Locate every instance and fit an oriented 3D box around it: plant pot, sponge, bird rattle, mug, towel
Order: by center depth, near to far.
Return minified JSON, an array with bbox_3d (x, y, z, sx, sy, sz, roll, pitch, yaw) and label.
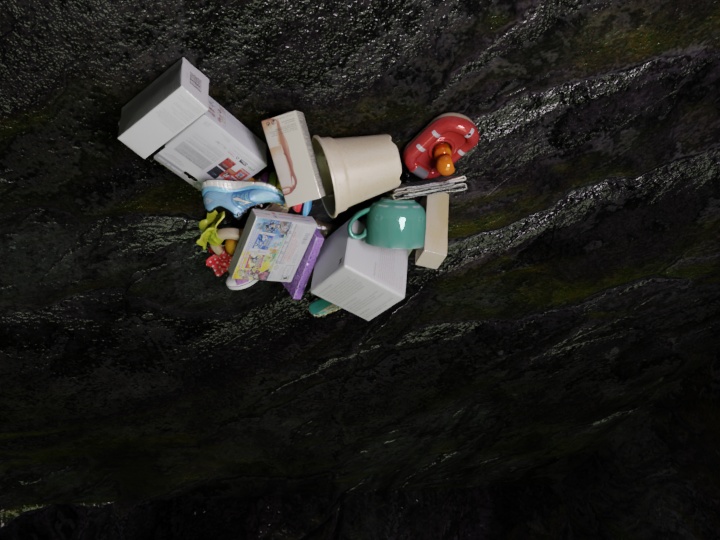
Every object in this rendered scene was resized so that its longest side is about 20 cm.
[{"bbox_3d":[-0.005,-0.247,1.519,0.182,0.201,0.201,-16,142,-12],"label":"plant pot"},{"bbox_3d":[0.077,-0.122,1.570,0.184,0.152,0.115,-5,105,-37],"label":"mug"},{"bbox_3d":[0.162,-0.216,1.601,0.191,0.200,0.035,-8,103,-4],"label":"towel"},{"bbox_3d":[-0.353,-0.059,1.679,0.162,0.113,0.201,1,138,13],"label":"bird rattle"},{"bbox_3d":[-0.166,-0.032,1.734,0.030,0.112,0.201,6,120,-36],"label":"sponge"}]

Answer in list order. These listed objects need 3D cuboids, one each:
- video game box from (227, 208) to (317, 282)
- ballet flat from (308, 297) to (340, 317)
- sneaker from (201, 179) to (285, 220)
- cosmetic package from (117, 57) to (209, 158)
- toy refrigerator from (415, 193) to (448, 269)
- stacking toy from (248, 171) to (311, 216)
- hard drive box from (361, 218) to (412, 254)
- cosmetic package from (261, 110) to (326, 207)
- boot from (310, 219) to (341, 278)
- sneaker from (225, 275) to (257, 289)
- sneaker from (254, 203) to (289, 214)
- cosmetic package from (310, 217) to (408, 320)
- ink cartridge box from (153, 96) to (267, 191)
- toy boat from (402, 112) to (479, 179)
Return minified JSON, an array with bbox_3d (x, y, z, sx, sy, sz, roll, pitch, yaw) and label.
[{"bbox_3d":[-0.232,-0.061,1.649,0.181,0.047,0.201,3,127,-39],"label":"video game box"},{"bbox_3d":[-0.073,0.092,1.997,0.199,0.076,0.064,-18,171,15],"label":"ballet flat"},{"bbox_3d":[-0.270,-0.162,1.468,0.198,0.091,0.078,1,-179,-3],"label":"sneaker"},{"bbox_3d":[-0.422,-0.346,1.344,0.199,0.113,0.081,-29,137,23],"label":"cosmetic package"},{"bbox_3d":[0.194,-0.111,1.675,0.069,0.201,0.076,13,148,-9],"label":"toy refrigerator"},{"bbox_3d":[-0.216,-0.208,1.560,0.198,0.116,0.110,6,126,-9],"label":"stacking toy"},{"bbox_3d":[0.049,-0.046,1.840,0.155,0.077,0.200,7,138,-22],"label":"hard drive box"},{"bbox_3d":[-0.151,-0.256,1.443,0.087,0.103,0.201,-16,98,7],"label":"cosmetic package"},{"bbox_3d":[-0.124,-0.062,1.796,0.096,0.075,0.201,22,123,-19],"label":"boot"},{"bbox_3d":[-0.312,-0.027,1.787,0.199,0.073,0.115,-28,138,2],"label":"sneaker"},{"bbox_3d":[-0.259,-0.142,1.676,0.075,0.071,0.200,34,123,-17],"label":"sneaker"},{"bbox_3d":[0.000,0.000,1.682,0.199,0.167,0.167,28,140,-26],"label":"cosmetic package"},{"bbox_3d":[-0.348,-0.280,1.461,0.175,0.084,0.200,-29,137,23],"label":"ink cartridge box"},{"bbox_3d":[0.204,-0.287,1.546,0.130,0.131,0.200,24,130,-35],"label":"toy boat"}]
